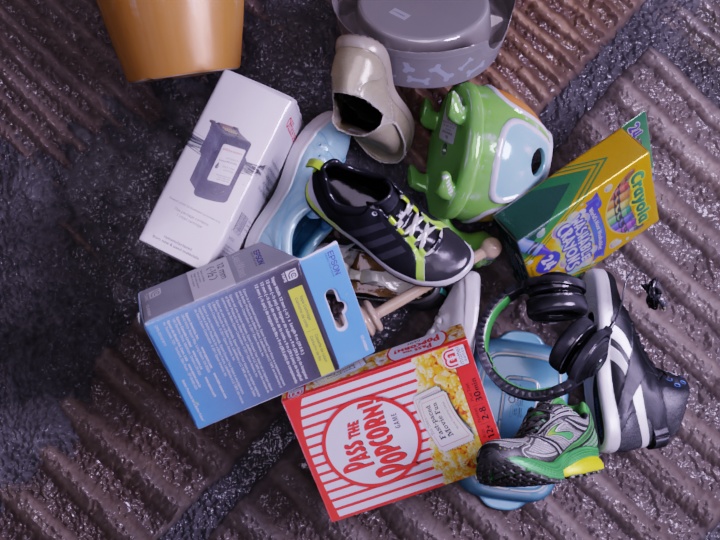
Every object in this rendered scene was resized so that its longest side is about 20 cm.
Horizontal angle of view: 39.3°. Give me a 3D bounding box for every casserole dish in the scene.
[{"bbox_3d":[0.171,0.167,1.118,0.121,0.039,0.201,8,85,0],"label":"casserole dish"}]

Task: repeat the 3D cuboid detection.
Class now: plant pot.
[{"bbox_3d":[-0.205,-0.303,1.091,0.199,0.200,0.184,-8,102,-1],"label":"plant pot"}]

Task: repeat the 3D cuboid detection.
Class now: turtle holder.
[{"bbox_3d":[0.134,-0.107,1.090,0.131,0.141,0.186,7,74,-16],"label":"turtle holder"}]

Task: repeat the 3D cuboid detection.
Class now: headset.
[{"bbox_3d":[0.219,0.059,1.047,0.199,0.094,0.124,-27,67,11],"label":"headset"}]

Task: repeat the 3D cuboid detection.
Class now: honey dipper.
[{"bbox_3d":[0.062,0.019,1.068,0.199,0.038,0.038,-30,86,-1],"label":"honey dipper"}]

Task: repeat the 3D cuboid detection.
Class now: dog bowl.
[{"bbox_3d":[0.067,-0.274,1.097,0.199,0.059,0.201,-1,48,1],"label":"dog bowl"}]

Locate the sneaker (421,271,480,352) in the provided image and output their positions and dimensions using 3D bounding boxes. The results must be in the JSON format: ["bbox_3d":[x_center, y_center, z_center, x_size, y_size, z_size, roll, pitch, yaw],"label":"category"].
[{"bbox_3d":[0.078,0.093,1.100,0.088,0.075,0.201,14,96,9],"label":"sneaker"}]

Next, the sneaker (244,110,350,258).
[{"bbox_3d":[-0.046,-0.079,1.102,0.082,0.074,0.201,19,80,36],"label":"sneaker"}]

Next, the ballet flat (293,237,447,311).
[{"bbox_3d":[0.000,0.000,1.116,0.199,0.068,0.068,8,85,1],"label":"ballet flat"}]

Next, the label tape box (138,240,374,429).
[{"bbox_3d":[-0.102,0.054,1.012,0.199,0.066,0.144,-24,123,-7],"label":"label tape box"}]

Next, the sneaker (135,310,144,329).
[{"bbox_3d":[-0.145,0.049,1.073,0.199,0.115,0.075,-8,82,11],"label":"sneaker"}]

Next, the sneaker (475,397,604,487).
[{"bbox_3d":[0.178,0.175,1.028,0.078,0.200,0.086,-14,80,36],"label":"sneaker"}]

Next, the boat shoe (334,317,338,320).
[{"bbox_3d":[-0.012,0.149,1.104,0.071,0.068,0.201,-11,86,-1],"label":"boat shoe"}]

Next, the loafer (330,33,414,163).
[{"bbox_3d":[0.005,-0.167,1.068,0.075,0.200,0.069,15,69,23],"label":"loafer"}]

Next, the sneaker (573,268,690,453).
[{"bbox_3d":[0.303,0.098,1.114,0.111,0.073,0.201,-1,83,-13],"label":"sneaker"}]

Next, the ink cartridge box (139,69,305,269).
[{"bbox_3d":[-0.143,-0.096,1.085,0.084,0.145,0.201,26,86,3],"label":"ink cartridge box"}]

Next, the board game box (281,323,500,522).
[{"bbox_3d":[0.037,0.160,1.050,0.199,0.046,0.152,-20,108,4],"label":"board game box"}]

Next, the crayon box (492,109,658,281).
[{"bbox_3d":[0.249,-0.066,1.090,0.200,0.126,0.052,-35,52,-3],"label":"crayon box"}]

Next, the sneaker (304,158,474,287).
[{"bbox_3d":[0.028,-0.049,1.024,0.199,0.083,0.072,28,70,0],"label":"sneaker"}]
